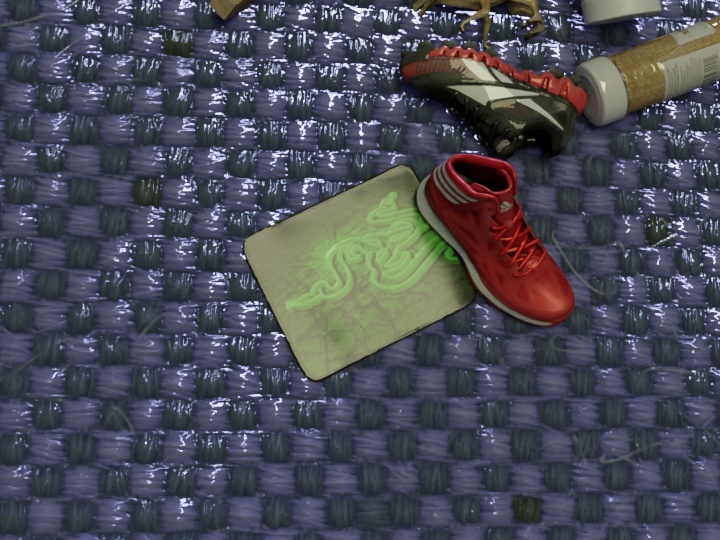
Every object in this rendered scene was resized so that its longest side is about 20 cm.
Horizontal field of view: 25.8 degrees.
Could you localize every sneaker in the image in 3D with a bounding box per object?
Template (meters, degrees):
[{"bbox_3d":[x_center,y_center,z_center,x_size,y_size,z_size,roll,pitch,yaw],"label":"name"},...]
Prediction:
[{"bbox_3d":[0.142,-0.031,1.533,0.200,0.116,0.078,41,70,1],"label":"sneaker"},{"bbox_3d":[0.130,-0.168,1.591,0.198,0.071,0.099,16,72,-7],"label":"sneaker"}]

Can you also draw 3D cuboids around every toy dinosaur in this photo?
[{"bbox_3d":[0.156,-0.294,1.634,0.198,0.058,0.102,-23,80,-15],"label":"toy dinosaur"}]

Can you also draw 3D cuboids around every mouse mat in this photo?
[{"bbox_3d":[0.000,0.000,1.560,0.199,0.008,0.162,-26,82,-16],"label":"mouse mat"}]

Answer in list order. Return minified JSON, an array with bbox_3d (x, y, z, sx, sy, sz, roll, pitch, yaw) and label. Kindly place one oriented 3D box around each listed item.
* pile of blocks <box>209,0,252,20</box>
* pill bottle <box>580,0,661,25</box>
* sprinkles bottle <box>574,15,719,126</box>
[{"bbox_3d":[-0.087,-0.342,1.591,0.062,0.082,0.200,44,74,3],"label":"pile of blocks"},{"bbox_3d":[0.257,-0.362,1.631,0.111,0.112,0.202,-10,94,-12],"label":"pill bottle"},{"bbox_3d":[0.323,-0.213,1.638,0.198,0.068,0.069,-21,80,-15],"label":"sprinkles bottle"}]
